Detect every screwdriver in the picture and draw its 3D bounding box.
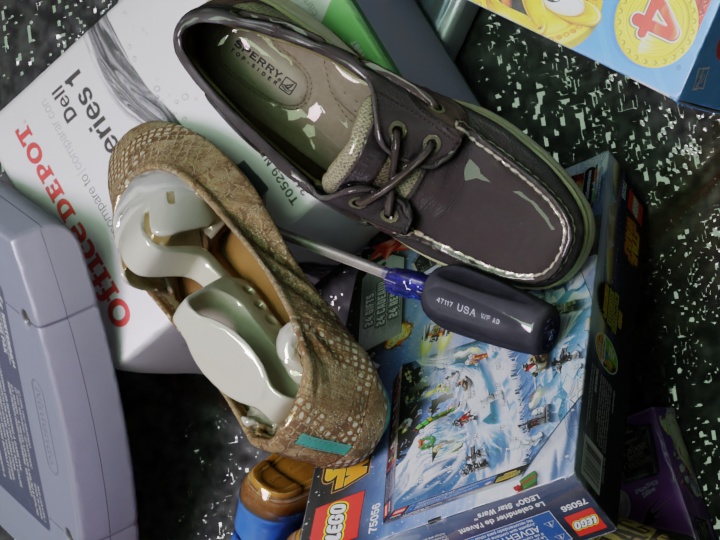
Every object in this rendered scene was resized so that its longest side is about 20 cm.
[{"bbox_3d":[0.000,0.000,1.116,0.199,0.028,0.029,16,132,35],"label":"screwdriver"}]

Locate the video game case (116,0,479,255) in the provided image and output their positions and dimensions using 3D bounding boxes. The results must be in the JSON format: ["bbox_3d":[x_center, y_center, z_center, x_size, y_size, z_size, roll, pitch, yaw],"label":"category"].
[{"bbox_3d":[-0.029,-0.137,1.255,0.181,0.023,0.201,31,103,27],"label":"video game case"}]

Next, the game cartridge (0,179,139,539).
[{"bbox_3d":[-0.155,0.053,1.238,0.133,0.041,0.201,28,134,48],"label":"game cartridge"}]

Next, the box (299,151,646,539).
[{"bbox_3d":[0.051,0.047,1.120,0.136,0.040,0.201,-21,35,27],"label":"box"}]

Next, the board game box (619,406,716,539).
[{"bbox_3d":[0.071,0.152,1.179,0.199,0.032,0.121,-25,71,27],"label":"board game box"}]

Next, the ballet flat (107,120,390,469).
[{"bbox_3d":[-0.062,0.004,1.107,0.200,0.065,0.071,47,117,30],"label":"ballet flat"}]

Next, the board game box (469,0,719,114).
[{"bbox_3d":[0.107,-0.197,1.111,0.195,0.056,0.201,28,102,30],"label":"board game box"}]

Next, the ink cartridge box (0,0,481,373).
[{"bbox_3d":[-0.060,-0.064,1.208,0.200,0.084,0.147,-39,70,22],"label":"ink cartridge box"}]

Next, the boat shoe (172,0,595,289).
[{"bbox_3d":[0.004,-0.050,1.090,0.199,0.065,0.074,30,109,11],"label":"boat shoe"}]

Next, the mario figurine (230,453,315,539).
[{"bbox_3d":[-0.039,0.175,1.201,0.105,0.124,0.201,19,125,-10],"label":"mario figurine"}]

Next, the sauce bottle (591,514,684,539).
[{"bbox_3d":[0.096,0.133,1.112,0.199,0.066,0.066,18,96,29],"label":"sauce bottle"}]
